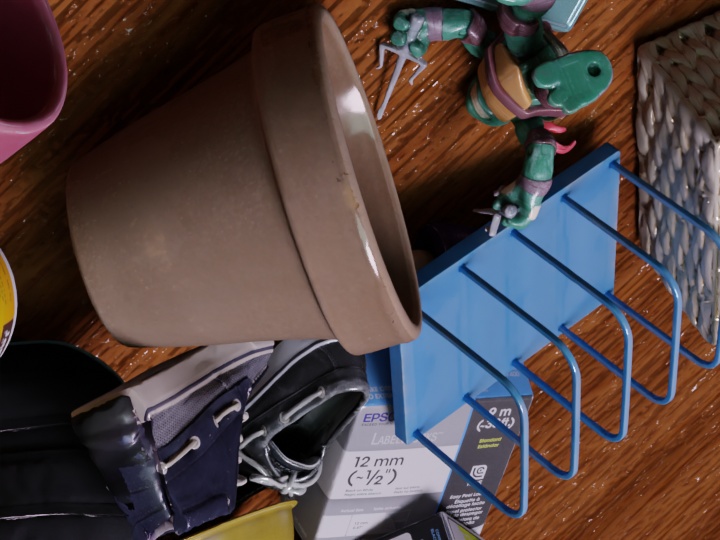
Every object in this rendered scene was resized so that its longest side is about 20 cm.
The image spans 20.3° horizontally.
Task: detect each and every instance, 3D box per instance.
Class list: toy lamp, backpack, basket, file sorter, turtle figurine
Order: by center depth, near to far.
[{"bbox_3d":[-0.225,0.135,1.211,0.198,0.177,0.154,-10,145,-25],"label":"backpack"},{"bbox_3d":[0.086,-0.114,1.227,0.101,0.150,0.200,-40,178,-21],"label":"turtle figurine"},{"bbox_3d":[0.131,0.043,1.310,0.199,0.122,0.140,-33,141,-25],"label":"file sorter"},{"bbox_3d":[0.000,0.000,1.312,0.198,0.058,0.059,-4,128,-24],"label":"toy lamp"},{"bbox_3d":[0.262,-0.067,1.353,0.122,0.136,0.201,-17,133,-11],"label":"basket"}]

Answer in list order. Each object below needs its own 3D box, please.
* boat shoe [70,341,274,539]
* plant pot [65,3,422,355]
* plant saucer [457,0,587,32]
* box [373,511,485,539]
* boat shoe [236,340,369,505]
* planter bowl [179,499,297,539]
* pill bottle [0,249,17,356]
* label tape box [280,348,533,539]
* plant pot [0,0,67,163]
[{"bbox_3d":[-0.097,0.098,1.205,0.074,0.093,0.200,-23,-178,28],"label":"boat shoe"},{"bbox_3d":[-0.073,-0.034,1.167,0.173,0.201,0.201,-16,135,7],"label":"plant pot"},{"bbox_3d":[0.068,-0.192,1.218,0.199,0.019,0.070,11,119,-35],"label":"plant saucer"},{"bbox_3d":[-0.001,0.248,1.453,0.199,0.061,0.117,-24,153,15],"label":"box"},{"bbox_3d":[-0.053,0.114,1.337,0.073,0.069,0.199,10,137,-39],"label":"boat shoe"},{"bbox_3d":[-0.117,0.231,1.342,0.199,0.084,0.200,-24,171,-4],"label":"planter bowl"},{"bbox_3d":[-0.250,0.025,1.085,0.108,0.200,0.110,1,100,5],"label":"pill bottle"},{"bbox_3d":[0.040,0.101,1.409,0.142,0.066,0.201,-2,128,-29],"label":"label tape box"},{"bbox_3d":[-0.274,-0.104,0.988,0.178,0.201,0.200,-34,137,22],"label":"plant pot"}]
